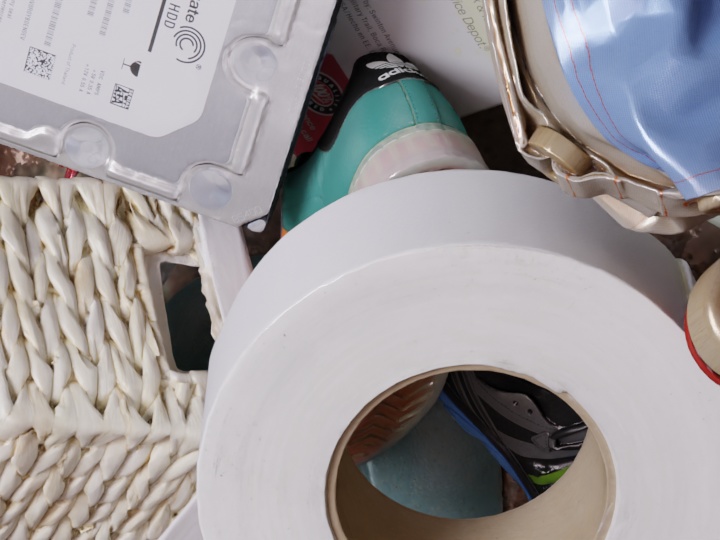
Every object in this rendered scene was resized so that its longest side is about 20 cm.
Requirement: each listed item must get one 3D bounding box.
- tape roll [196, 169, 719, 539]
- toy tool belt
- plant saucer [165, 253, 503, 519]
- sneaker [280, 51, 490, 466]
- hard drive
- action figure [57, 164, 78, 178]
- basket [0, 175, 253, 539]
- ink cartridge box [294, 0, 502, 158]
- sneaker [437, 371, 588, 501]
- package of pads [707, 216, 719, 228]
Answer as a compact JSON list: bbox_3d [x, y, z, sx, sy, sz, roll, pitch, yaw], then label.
[{"bbox_3d":[0.041,0.066,0.852,0.201,0.071,0.203,0,114,0],"label":"tape roll"},{"bbox_3d":[0.113,-0.065,0.751,0.124,0.123,0.201,-18,78,-16],"label":"toy tool belt"},{"bbox_3d":[-0.035,0.094,1.033,0.200,0.039,0.202,4,100,26],"label":"plant saucer"},{"bbox_3d":[0.000,0.000,0.936,0.200,0.071,0.080,112,149,-41],"label":"sneaker"},{"bbox_3d":[-0.109,-0.109,0.873,0.199,0.038,0.140,20,119,-1],"label":"hard drive"},{"bbox_3d":[-0.147,-0.064,1.003,0.200,0.065,0.052,8,95,54],"label":"action figure"},{"bbox_3d":[-0.134,0.064,0.976,0.200,0.123,0.136,-53,43,45],"label":"basket"},{"bbox_3d":[0.035,-0.142,0.903,0.199,0.084,0.145,-16,124,27],"label":"ink cartridge box"},{"bbox_3d":[0.098,0.067,0.935,0.200,0.071,0.083,45,155,14],"label":"sneaker"},{"bbox_3d":[0.219,-0.081,0.845,0.154,0.068,0.201,29,110,-1],"label":"package of pads"}]
